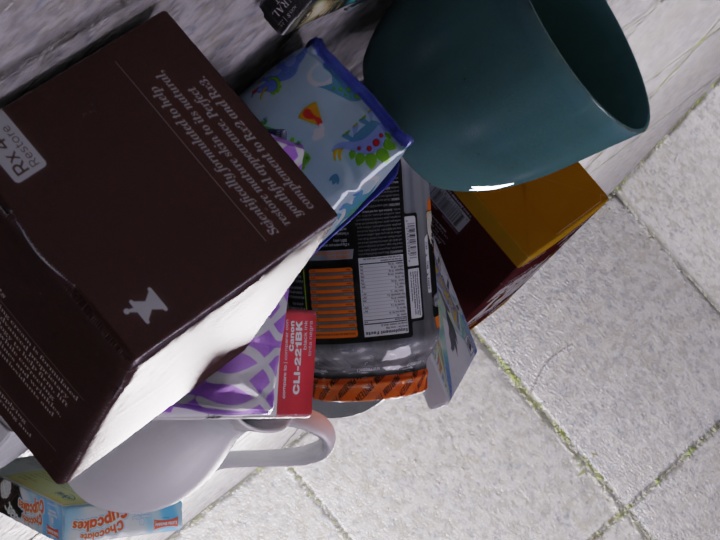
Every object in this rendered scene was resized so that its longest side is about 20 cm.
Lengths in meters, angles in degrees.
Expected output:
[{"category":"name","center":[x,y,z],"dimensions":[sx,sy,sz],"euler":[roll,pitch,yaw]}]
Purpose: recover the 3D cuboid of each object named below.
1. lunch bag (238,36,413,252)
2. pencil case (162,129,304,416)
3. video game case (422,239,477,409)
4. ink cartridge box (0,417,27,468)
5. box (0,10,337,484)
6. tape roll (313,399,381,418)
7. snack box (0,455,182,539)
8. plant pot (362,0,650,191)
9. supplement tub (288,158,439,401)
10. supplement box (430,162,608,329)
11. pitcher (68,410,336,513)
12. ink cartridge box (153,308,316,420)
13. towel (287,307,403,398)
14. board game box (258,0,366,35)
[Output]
[{"category":"lunch bag","center":[-0.064,-0.068,1.583],"dimensions":[0.170,0.128,0.200],"euler":[-43,-172,-6]},{"category":"pencil case","center":[-0.089,0.000,1.437],"dimensions":[0.084,0.085,0.201],"euler":[13,83,-68]},{"category":"video game case","center":[0.048,0.005,1.894],"dimensions":[0.022,0.201,0.182],"euler":[-19,-172,14]},{"category":"ink cartridge box","center":[-0.249,0.089,1.794],"dimensions":[0.174,0.044,0.200],"euler":[-48,173,30]},{"category":"box","center":[-0.148,-0.009,1.276],"dimensions":[0.164,0.166,0.200],"euler":[-36,172,-31]},{"category":"tape roll","center":[-0.026,0.034,2.024],"dimensions":[0.200,0.200,0.066],"euler":[-45,172,29]},{"category":"snack box","center":[-0.253,0.199,1.909],"dimensions":[0.116,0.037,0.200],"euler":[-4,-171,-32]},{"category":"plant pot","center":[0.100,-0.153,1.640],"dimensions":[0.161,0.201,0.200],"euler":[-30,177,24]},{"category":"supplement tub","center":[0.000,0.000,1.735],"dimensions":[0.122,0.201,0.123],"euler":[-4,-175,0]},{"category":"supplement box","center":[0.087,-0.063,2.047],"dimensions":[0.133,0.197,0.200],"euler":[-34,171,-40]},{"category":"pitcher","center":[-0.136,0.136,1.775],"dimensions":[0.199,0.171,0.122],"euler":[-28,-142,33]},{"category":"ink cartridge box","center":[-0.148,0.063,1.563],"dimensions":[0.144,0.084,0.200],"euler":[3,180,36]},{"category":"towel","center":[-0.061,0.056,1.869],"dimensions":[0.171,0.199,0.048],"euler":[-119,-135,-71]},{"category":"board game box","center":[0.029,-0.238,1.382],"dimensions":[0.200,0.028,0.135],"euler":[-47,172,38]}]
